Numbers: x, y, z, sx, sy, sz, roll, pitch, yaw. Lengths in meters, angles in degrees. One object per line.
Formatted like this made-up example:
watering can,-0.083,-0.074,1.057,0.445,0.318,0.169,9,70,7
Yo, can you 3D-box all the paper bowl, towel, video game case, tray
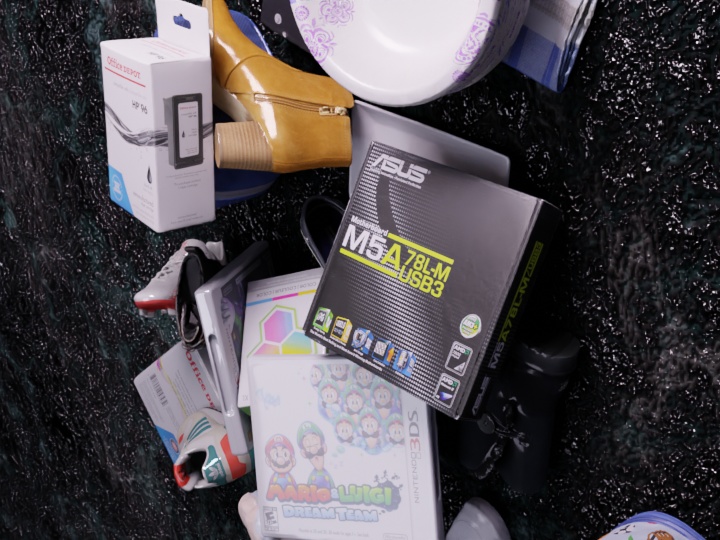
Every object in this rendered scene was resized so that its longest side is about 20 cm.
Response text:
paper bowl,0.045,-0.240,0.791,0.198,0.104,0.204,15,117,33
towel,0.136,-0.260,0.789,0.146,0.024,0.203,39,133,31
video game case,-0.122,0.080,1.117,0.023,0.200,0.185,-7,104,14
tray,0.065,-0.089,0.949,0.198,0.022,0.109,27,125,38
video game case,-0.018,0.174,0.966,0.197,0.024,0.186,-3,94,27

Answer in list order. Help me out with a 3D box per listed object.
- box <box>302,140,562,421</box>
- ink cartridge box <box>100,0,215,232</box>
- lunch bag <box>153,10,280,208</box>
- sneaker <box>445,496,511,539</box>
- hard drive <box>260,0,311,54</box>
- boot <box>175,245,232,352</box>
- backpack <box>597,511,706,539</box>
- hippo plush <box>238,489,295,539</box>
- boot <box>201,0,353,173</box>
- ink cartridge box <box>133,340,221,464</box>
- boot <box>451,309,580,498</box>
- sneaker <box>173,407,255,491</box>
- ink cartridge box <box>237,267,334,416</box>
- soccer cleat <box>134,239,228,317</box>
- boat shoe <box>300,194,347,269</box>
box,0.057,0.004,0.883,0.198,0.047,0.196,25,98,38
ink cartridge box,-0.196,-0.154,0.955,0.115,0.067,0.204,28,124,47
lunch bag,-0.164,-0.175,1.077,0.132,0.135,0.202,-44,71,47
sneaker,0.090,0.336,1.041,0.075,0.114,0.203,35,130,32
hard drive,-0.014,-0.266,0.944,0.199,0.037,0.142,37,132,33
boot,-0.164,0.073,1.142,0.068,0.174,0.204,-5,91,15
backpack,0.247,0.302,0.824,0.199,0.153,0.192,41,142,20
hippo plush,-0.039,0.216,1.076,0.196,0.159,0.164,7,100,19
boot,-0.082,-0.186,0.980,0.071,0.141,0.205,122,139,-63
ink cartridge box,-0.204,0.165,1.319,0.199,0.084,0.146,-34,82,51
boot,0.106,0.105,0.947,0.198,0.076,0.171,29,124,29
sneaker,-0.193,0.217,1.185,0.198,0.092,0.072,-5,105,55
ink cartridge box,-0.070,0.104,1.052,0.102,0.059,0.203,-11,59,23
soccer cleat,-0.210,0.007,1.182,0.067,0.200,0.087,-1,94,19
boat shoe,0.000,0.000,1.015,0.201,0.074,0.062,53,175,22
